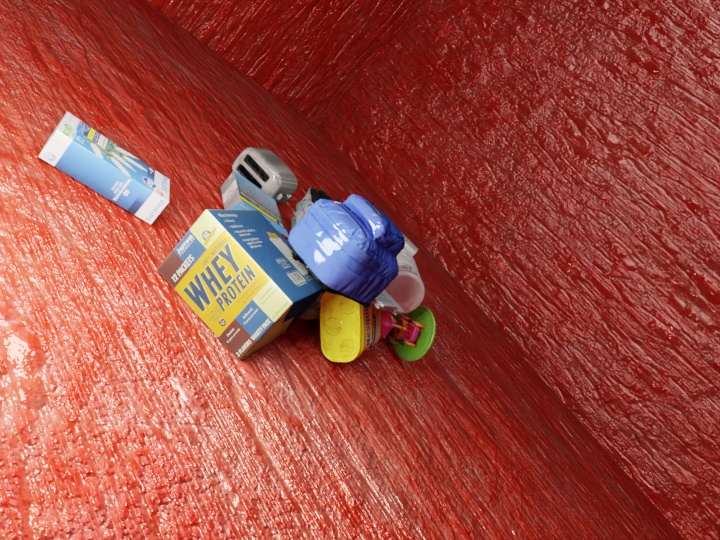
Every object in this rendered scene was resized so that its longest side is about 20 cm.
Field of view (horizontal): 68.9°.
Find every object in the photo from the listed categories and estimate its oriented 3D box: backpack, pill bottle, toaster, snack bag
[{"bbox_3d":[-0.110,-0.134,1.518,0.177,0.151,0.200,36,9,-22],"label":"backpack"},{"bbox_3d":[0.092,0.012,1.334,0.113,0.113,0.201,39,19,-21],"label":"pill bottle"},{"bbox_3d":[-0.027,-0.050,0.948,0.162,0.169,0.199,43,13,28],"label":"backpack"},{"bbox_3d":[-0.284,-0.282,1.530,0.200,0.114,0.129,48,17,6],"label":"toaster"},{"bbox_3d":[0.016,0.025,1.147,0.189,0.021,0.200,46,8,21],"label":"snack bag"}]

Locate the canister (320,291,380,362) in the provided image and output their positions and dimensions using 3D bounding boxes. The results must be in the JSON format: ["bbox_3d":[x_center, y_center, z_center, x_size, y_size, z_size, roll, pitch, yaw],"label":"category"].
[{"bbox_3d":[-0.015,0.107,1.138,0.200,0.085,0.151,-2,91,-75],"label":"canister"}]

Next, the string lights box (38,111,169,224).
[{"bbox_3d":[-0.433,-0.174,0.907,0.199,0.059,0.103,35,15,-34],"label":"string lights box"}]

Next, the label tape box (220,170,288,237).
[{"bbox_3d":[-0.263,-0.144,1.292,0.144,0.063,0.201,35,17,-36],"label":"label tape box"}]

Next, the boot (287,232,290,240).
[{"bbox_3d":[-0.110,0.000,1.346,0.199,0.077,0.139,33,30,-32],"label":"boot"}]

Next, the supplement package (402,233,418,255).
[{"bbox_3d":[0.128,-0.108,2.182,0.200,0.121,0.120,45,14,1],"label":"supplement package"}]

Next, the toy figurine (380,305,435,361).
[{"bbox_3d":[0.065,0.132,1.364,0.183,0.152,0.199,23,2,-34],"label":"toy figurine"}]

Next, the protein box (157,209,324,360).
[{"bbox_3d":[-0.191,0.013,0.905,0.200,0.135,0.198,46,14,5],"label":"protein box"}]

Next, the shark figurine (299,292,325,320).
[{"bbox_3d":[-0.115,0.068,1.146,0.089,0.130,0.214,18,28,29],"label":"shark figurine"}]
